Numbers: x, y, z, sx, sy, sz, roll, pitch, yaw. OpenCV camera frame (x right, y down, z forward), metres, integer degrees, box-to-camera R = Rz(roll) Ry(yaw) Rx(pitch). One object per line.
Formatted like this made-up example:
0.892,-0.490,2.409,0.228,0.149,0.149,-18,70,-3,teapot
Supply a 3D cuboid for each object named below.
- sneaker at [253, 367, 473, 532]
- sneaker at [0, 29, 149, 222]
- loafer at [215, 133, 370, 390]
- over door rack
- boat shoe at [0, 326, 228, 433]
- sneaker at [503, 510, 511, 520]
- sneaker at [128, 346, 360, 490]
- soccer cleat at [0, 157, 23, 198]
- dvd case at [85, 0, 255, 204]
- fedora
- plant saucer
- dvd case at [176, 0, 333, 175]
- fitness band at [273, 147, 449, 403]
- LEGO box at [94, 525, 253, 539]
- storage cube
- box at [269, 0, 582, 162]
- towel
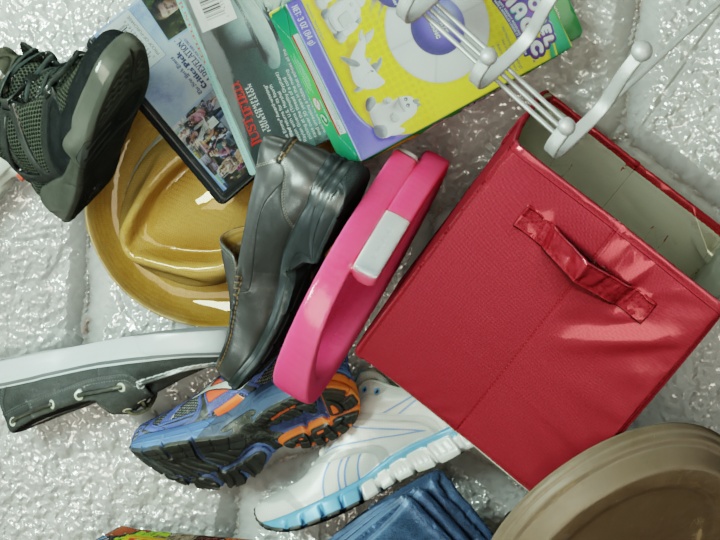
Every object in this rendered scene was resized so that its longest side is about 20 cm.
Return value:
0.004,0.120,1.364,0.199,0.075,0.087,-29,85,9,sneaker
-0.206,-0.115,1.250,0.114,0.199,0.076,39,63,-1,sneaker
-0.062,-0.007,1.271,0.072,0.073,0.201,31,122,7,loafer
0.141,-0.182,1.202,0.200,0.067,0.148,-39,73,-26,over door rack
-0.176,0.078,1.372,0.198,0.069,0.057,-10,89,23,boat shoe
0.149,0.255,1.364,0.098,0.071,0.202,-7,95,12,sneaker
-0.083,0.100,1.371,0.199,0.079,0.075,-21,136,25,sneaker
-0.301,-0.063,1.373,0.200,0.069,0.078,-42,88,7,soccer cleat
-0.067,-0.162,1.289,0.200,0.018,0.143,-42,94,-15,dvd case
-0.108,-0.046,1.332,0.198,0.082,0.203,2,102,9,fedora
0.168,0.182,1.240,0.200,0.199,0.030,-46,48,14,plant saucer
-0.014,-0.170,1.276,0.199,0.022,0.147,-26,97,-17,dvd case
0.000,0.000,1.269,0.037,0.201,0.144,30,142,4,fitness band
-0.127,0.298,1.386,0.148,0.077,0.202,0,102,33,LEGO box
0.124,0.014,1.252,0.170,0.200,0.180,37,111,-1,storage cube
0.053,-0.166,1.263,0.199,0.048,0.118,-30,98,-18,box
0.014,0.233,1.359,0.112,0.049,0.200,48,124,-3,towel
